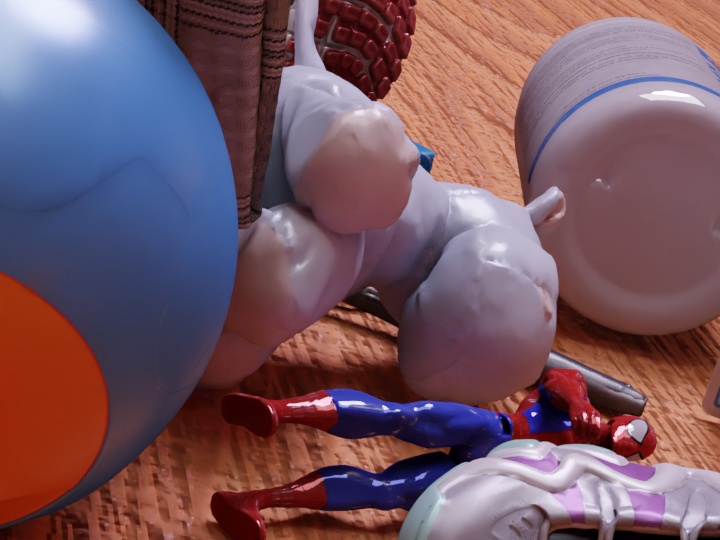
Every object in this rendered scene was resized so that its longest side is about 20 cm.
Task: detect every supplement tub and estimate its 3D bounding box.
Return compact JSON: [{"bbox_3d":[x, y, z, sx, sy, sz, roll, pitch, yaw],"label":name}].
[{"bbox_3d":[0.152,-0.058,1.053,0.131,0.133,0.200,13,20,-2],"label":"supplement tub"}]

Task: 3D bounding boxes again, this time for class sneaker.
[{"bbox_3d":[-0.047,-0.095,0.966,0.082,0.200,0.078,25,-16,45],"label":"sneaker"},{"bbox_3d":[0.122,0.101,0.628,0.199,0.078,0.140,3,0,-28],"label":"sneaker"}]

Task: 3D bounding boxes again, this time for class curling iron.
[{"bbox_3d":[0.047,0.025,0.926,0.199,0.026,0.050,22,23,20],"label":"curling iron"}]

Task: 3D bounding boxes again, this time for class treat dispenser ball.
[{"bbox_3d":[-0.139,-0.014,0.627,0.199,0.202,0.201,13,19,-4],"label":"treat dispenser ball"}]

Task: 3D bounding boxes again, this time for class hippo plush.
[{"bbox_3d":[0.000,0.000,0.851,0.160,0.159,0.200,35,16,-23],"label":"hippo plush"}]

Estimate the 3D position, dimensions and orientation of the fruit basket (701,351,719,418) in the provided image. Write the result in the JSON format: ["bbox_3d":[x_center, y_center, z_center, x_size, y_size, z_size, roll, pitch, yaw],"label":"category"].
[{"bbox_3d":[0.272,0.010,0.871,0.184,0.201,0.094,15,33,0],"label":"fruit basket"}]

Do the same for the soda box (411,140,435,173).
[{"bbox_3d":[-0.056,-0.070,1.061,0.199,0.065,0.068,30,24,37],"label":"soda box"}]

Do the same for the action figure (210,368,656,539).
[{"bbox_3d":[0.053,0.077,0.724,0.199,0.066,0.099,-2,16,-38],"label":"action figure"}]

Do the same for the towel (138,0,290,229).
[{"bbox_3d":[-0.118,-0.107,0.688,0.191,0.201,0.035,19,47,9],"label":"towel"}]
